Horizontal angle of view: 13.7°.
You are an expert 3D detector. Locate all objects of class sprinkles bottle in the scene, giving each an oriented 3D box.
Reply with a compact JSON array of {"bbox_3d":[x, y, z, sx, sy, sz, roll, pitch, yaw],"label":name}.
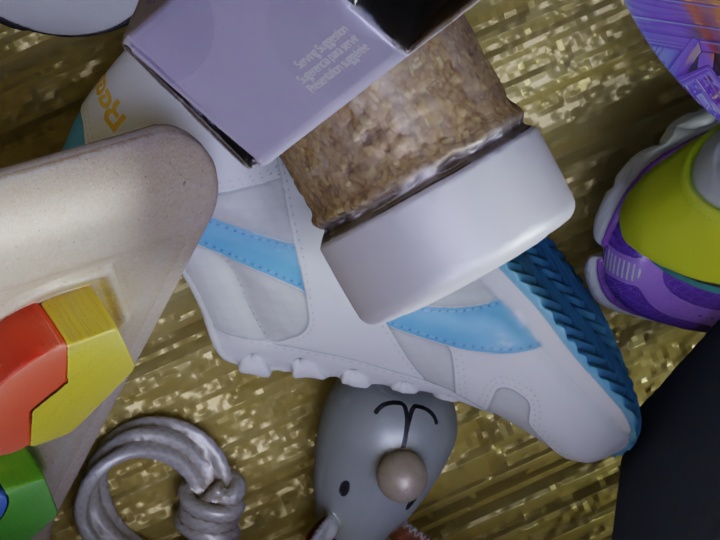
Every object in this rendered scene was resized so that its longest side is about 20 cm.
[{"bbox_3d":[-0.017,-0.086,0.813,0.068,0.068,0.200,-29,92,2],"label":"sprinkles bottle"}]

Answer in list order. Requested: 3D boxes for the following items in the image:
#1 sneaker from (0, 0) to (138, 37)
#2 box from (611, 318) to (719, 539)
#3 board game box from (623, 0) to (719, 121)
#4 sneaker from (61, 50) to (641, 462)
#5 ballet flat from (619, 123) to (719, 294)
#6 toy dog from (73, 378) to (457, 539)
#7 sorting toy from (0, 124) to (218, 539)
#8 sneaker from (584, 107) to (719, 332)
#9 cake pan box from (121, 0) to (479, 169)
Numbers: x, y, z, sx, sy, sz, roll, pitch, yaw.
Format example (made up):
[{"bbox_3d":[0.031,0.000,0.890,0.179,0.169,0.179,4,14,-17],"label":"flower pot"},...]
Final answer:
[{"bbox_3d":[-0.117,-0.102,0.791,0.074,0.080,0.200,-44,143,13],"label":"sneaker"},{"bbox_3d":[0.169,0.122,0.856,0.182,0.200,0.104,25,133,-13],"label":"box"},{"bbox_3d":[0.115,-0.124,0.730,0.039,0.158,0.200,-6,152,-44],"label":"board game box"},{"bbox_3d":[0.000,0.000,0.901,0.200,0.077,0.081,37,108,-17],"label":"sneaker"},{"bbox_3d":[0.147,-0.023,0.816,0.067,0.200,0.067,-46,130,-26],"label":"ballet flat"},{"bbox_3d":[-0.009,0.138,0.946,0.132,0.096,0.200,-13,117,-7],"label":"toy dog"},{"bbox_3d":[-0.136,0.057,0.831,0.185,0.036,0.200,-19,148,-37],"label":"sorting toy"},{"bbox_3d":[0.169,0.000,0.929,0.199,0.083,0.081,6,113,-14],"label":"sneaker"},{"bbox_3d":[0.039,-0.133,0.691,0.052,0.200,0.184,40,129,-18],"label":"cake pan box"}]
